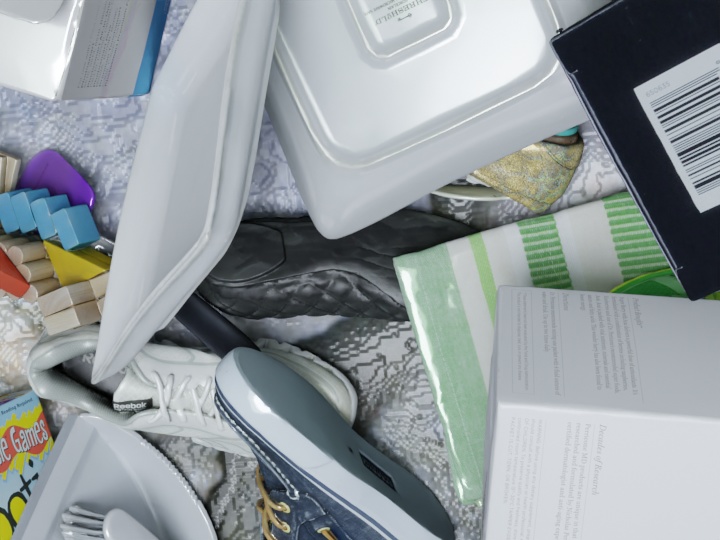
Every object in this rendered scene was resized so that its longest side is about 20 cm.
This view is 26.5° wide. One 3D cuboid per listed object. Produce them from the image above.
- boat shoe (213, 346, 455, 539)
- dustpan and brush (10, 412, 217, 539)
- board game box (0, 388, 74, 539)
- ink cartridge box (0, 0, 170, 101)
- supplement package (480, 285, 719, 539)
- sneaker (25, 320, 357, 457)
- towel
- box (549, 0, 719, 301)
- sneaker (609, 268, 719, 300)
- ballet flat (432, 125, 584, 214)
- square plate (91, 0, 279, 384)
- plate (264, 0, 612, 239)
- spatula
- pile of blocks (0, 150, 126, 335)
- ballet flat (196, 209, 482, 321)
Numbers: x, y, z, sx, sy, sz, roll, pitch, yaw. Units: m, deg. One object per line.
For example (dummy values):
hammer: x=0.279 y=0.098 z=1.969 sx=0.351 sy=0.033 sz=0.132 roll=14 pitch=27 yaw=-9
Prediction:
boat shoe: x=-0.035 y=0.129 z=0.867 sx=0.091 sy=0.071 sz=0.200 roll=-38 pitch=124 yaw=12
dustpan and brush: x=-0.111 y=0.188 z=0.912 sx=0.057 sy=0.140 sz=0.200 roll=-18 pitch=128 yaw=35
board game box: x=-0.227 y=0.187 z=0.902 sx=0.103 sy=0.105 sz=0.201 roll=-15 pitch=96 yaw=30
ink cartridge box: x=-0.182 y=-0.168 z=0.816 sx=0.128 sy=0.200 sz=0.126 roll=16 pitch=98 yaw=4
supplement package: x=0.161 y=0.092 z=0.752 sx=0.199 sy=0.121 sz=0.120 roll=4 pitch=117 yaw=4
sneaker: x=-0.102 y=0.073 z=0.899 sx=0.199 sy=0.081 sz=0.076 roll=10 pitch=97 yaw=4
towel: x=0.133 y=0.038 z=0.873 sx=0.199 sy=0.023 sz=0.154 roll=-16 pitch=95 yaw=-5
box: x=0.208 y=-0.097 z=0.771 sx=0.104 sy=0.200 sz=0.149 roll=-27 pitch=93 yaw=38
sneaker: x=0.200 y=0.028 z=0.827 sx=0.199 sy=0.084 sz=0.074 roll=-23 pitch=96 yaw=-4
ballet flat: x=0.027 y=-0.082 z=0.874 sx=0.199 sy=0.071 sz=0.071 roll=19 pitch=99 yaw=4
square plate: x=-0.087 y=-0.060 z=0.792 sx=0.028 sy=0.198 sz=0.201 roll=17 pitch=61 yaw=-17
plate: x=0.022 y=-0.143 z=0.808 sx=0.199 sy=0.032 sz=0.201 roll=-24 pitch=91 yaw=17
spatula: x=-0.132 y=-0.001 z=0.897 sx=0.200 sy=0.021 sz=0.057 roll=36 pitch=107 yaw=15
pile of blocks: x=-0.216 y=-0.022 z=0.884 sx=0.199 sy=0.062 sz=0.083 roll=19 pitch=105 yaw=20
ballet flat: x=0.000 y=0.000 z=0.901 sx=0.198 sy=0.057 sz=0.067 roll=4 pitch=71 yaw=1
